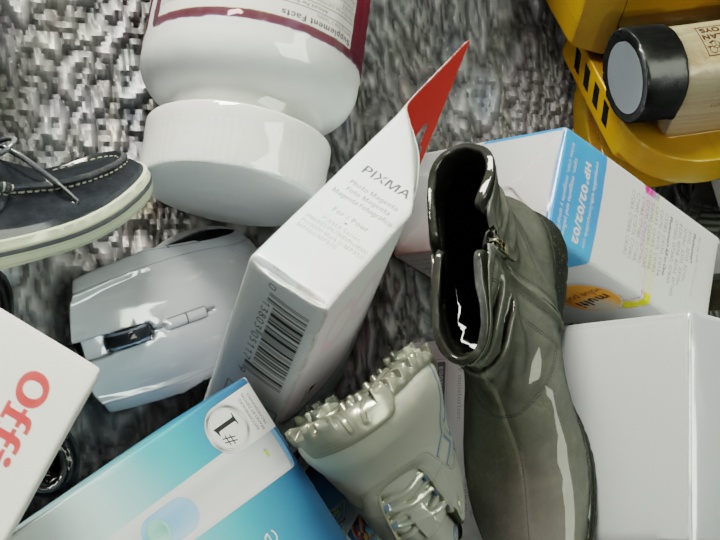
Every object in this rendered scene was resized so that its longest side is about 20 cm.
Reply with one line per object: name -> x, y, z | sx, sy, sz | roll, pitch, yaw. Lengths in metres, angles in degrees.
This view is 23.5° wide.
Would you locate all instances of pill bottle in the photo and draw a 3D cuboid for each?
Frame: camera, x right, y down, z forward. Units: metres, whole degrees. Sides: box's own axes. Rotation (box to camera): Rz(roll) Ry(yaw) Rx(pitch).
pill bottle -> -0.049, -0.131, 0.854 | 0.109, 0.109, 0.202 | 23, 68, -42

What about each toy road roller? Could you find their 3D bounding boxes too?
toy road roller -> 0.180, -0.140, 1.097 | 0.122, 0.147, 0.201 | -9, 56, -19

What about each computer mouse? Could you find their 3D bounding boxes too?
computer mouse -> -0.103, 0.025, 0.822 | 0.199, 0.044, 0.111 | -25, 102, -45

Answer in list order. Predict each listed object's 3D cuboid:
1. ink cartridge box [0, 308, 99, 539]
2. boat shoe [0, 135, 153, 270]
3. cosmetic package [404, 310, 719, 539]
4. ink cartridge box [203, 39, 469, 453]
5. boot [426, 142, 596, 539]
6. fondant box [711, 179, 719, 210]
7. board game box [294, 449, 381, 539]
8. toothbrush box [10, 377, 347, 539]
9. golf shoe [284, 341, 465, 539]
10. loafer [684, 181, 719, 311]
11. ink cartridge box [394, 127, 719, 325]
ink cartridge box -> -0.213, 0.051, 0.612 | 0.199, 0.083, 0.147 | 32, 68, -12
boat shoe -> -0.172, -0.032, 0.738 | 0.199, 0.074, 0.063 | -16, 102, -41
cosmetic package -> 0.159, 0.103, 0.976 | 0.198, 0.199, 0.124 | 14, 75, -45
ink cartridge box -> 0.000, 0.000, 0.859 | 0.057, 0.163, 0.200 | 37, 50, 13
boot -> 0.062, 0.049, 0.837 | 0.131, 0.067, 0.202 | 28, 56, -66
fondant box -> 0.264, -0.155, 1.122 | 0.058, 0.144, 0.202 | -5, 70, -21
board game box -> -0.045, 0.203, 0.865 | 0.127, 0.034, 0.201 | 54, 50, -26
toothbrush box -> -0.097, 0.163, 0.746 | 0.199, 0.085, 0.147 | -32, 90, -39
golf shoe -> 0.023, 0.094, 0.826 | 0.098, 0.078, 0.200 | 59, 3, 11
loafer -> 0.267, -0.048, 1.218 | 0.200, 0.075, 0.070 | -52, 152, -39
ink cartridge box -> 0.130, -0.005, 1.021 | 0.199, 0.114, 0.069 | 29, 65, -40
